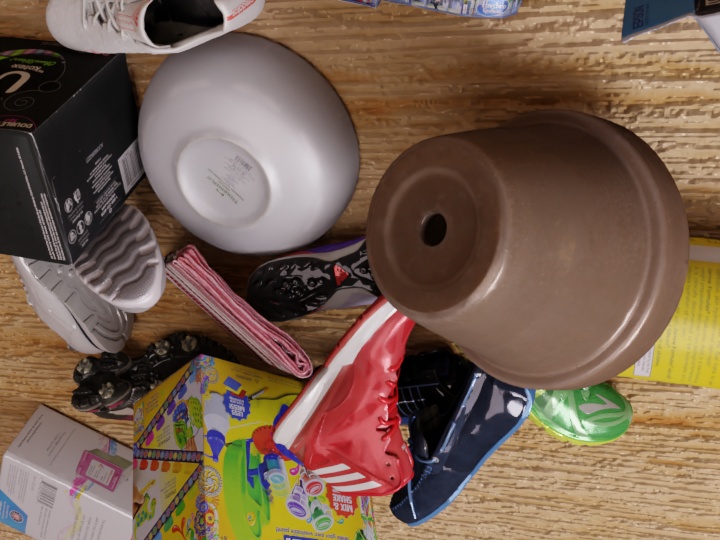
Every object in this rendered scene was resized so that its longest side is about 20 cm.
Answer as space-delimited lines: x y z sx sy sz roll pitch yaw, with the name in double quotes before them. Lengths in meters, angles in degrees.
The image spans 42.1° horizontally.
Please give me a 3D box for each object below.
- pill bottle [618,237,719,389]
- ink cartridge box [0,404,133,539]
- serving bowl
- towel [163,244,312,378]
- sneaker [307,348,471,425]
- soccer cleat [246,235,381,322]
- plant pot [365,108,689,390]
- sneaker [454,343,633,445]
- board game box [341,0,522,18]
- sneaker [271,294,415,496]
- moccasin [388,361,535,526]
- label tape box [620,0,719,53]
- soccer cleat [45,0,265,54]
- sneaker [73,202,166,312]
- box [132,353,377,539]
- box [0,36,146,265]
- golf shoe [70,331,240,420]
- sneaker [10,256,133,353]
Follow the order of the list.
"pill bottle" 0.274 0.033 0.707 0.196 0.112 0.113 6 128 16
"ink cartridge box" -0.324 0.273 1.120 0.197 0.085 0.146 27 130 0
"serving bowl" -0.102 -0.089 0.780 0.196 0.066 0.203 9 128 12
"towel" -0.116 0.035 0.830 0.144 0.023 0.200 44 168 -11
"sneaker" 0.047 0.106 0.876 0.196 0.071 0.079 10 126 4
"soccer cleat" 0.000 0.000 0.820 0.196 0.073 0.070 -11 98 6
"plant pot" 0.099 -0.021 0.633 0.197 0.173 0.205 -5 82 39
"sneaker" 0.163 0.078 0.805 0.199 0.075 0.084 37 133 -10
"board game box" 0.023 -0.275 0.598 0.196 0.062 0.203 14 130 10
"sneaker" 0.022 0.102 0.763 0.115 0.078 0.201 41 120 5
"moccasin" 0.074 0.140 0.811 0.067 0.081 0.201 29 119 -8
"label tape box" 0.259 -0.161 0.544 0.196 0.144 0.067 -9 123 25
"soccer cleat" -0.166 -0.196 0.708 0.196 0.086 0.070 -1 126 20
"sneaker" -0.218 -0.017 0.837 0.200 0.074 0.083 40 166 45
"box" -0.098 0.210 0.874 0.198 0.196 0.121 21 139 -39
"box" -0.303 -0.108 0.781 0.196 0.150 0.126 9 130 15
"golf shoe" -0.204 0.118 0.982 0.196 0.079 0.088 -6 151 20
"sneaker" -0.308 0.004 0.923 0.079 0.077 0.202 -4 123 34
